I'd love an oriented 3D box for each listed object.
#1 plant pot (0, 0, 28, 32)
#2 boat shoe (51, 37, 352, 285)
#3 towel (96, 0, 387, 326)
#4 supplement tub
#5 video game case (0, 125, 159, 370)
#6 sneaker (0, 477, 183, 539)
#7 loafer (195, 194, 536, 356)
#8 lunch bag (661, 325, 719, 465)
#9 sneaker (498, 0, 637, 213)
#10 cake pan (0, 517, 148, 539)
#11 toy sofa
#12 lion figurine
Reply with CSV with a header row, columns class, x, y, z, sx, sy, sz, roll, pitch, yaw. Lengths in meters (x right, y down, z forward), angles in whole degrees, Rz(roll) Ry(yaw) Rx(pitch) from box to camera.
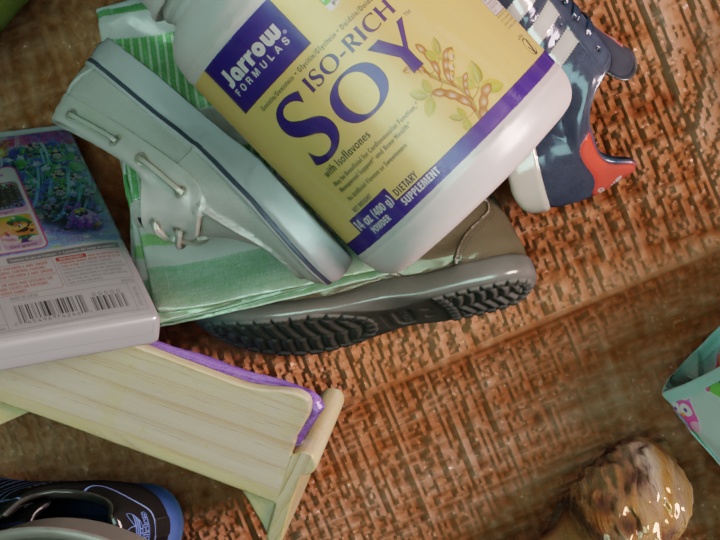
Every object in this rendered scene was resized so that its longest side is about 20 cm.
class,x,y,z,sx,sy,sz,roll,pitch,yaw
plant pot,-0.231,-0.209,0.964,0.200,0.200,0.190,36,108,2
boat shoe,-0.091,-0.045,0.942,0.200,0.071,0.070,40,89,20
towel,-0.070,-0.077,0.994,0.152,0.023,0.201,-14,71,5
supplement tub,-0.005,-0.114,0.901,0.145,0.145,0.200,-44,93,6
video game case,-0.230,-0.009,0.944,0.199,0.182,0.024,-10,133,-22
sneaker,-0.206,0.153,1.010,0.199,0.078,0.071,-10,83,17
loafer,0.000,0.000,1.010,0.199,0.075,0.070,-10,70,4
lunch bag,0.289,0.069,0.961,0.200,0.122,0.170,-41,94,17
sneaker,0.109,-0.137,0.987,0.084,0.075,0.201,-12,102,7
cake pan,-0.155,0.221,0.960,0.199,0.037,0.201,4,112,10
toy sofa,-0.112,0.067,0.998,0.199,0.083,0.098,19,113,4
lion figurine,0.107,0.182,1.003,0.199,0.072,0.123,-26,57,12
